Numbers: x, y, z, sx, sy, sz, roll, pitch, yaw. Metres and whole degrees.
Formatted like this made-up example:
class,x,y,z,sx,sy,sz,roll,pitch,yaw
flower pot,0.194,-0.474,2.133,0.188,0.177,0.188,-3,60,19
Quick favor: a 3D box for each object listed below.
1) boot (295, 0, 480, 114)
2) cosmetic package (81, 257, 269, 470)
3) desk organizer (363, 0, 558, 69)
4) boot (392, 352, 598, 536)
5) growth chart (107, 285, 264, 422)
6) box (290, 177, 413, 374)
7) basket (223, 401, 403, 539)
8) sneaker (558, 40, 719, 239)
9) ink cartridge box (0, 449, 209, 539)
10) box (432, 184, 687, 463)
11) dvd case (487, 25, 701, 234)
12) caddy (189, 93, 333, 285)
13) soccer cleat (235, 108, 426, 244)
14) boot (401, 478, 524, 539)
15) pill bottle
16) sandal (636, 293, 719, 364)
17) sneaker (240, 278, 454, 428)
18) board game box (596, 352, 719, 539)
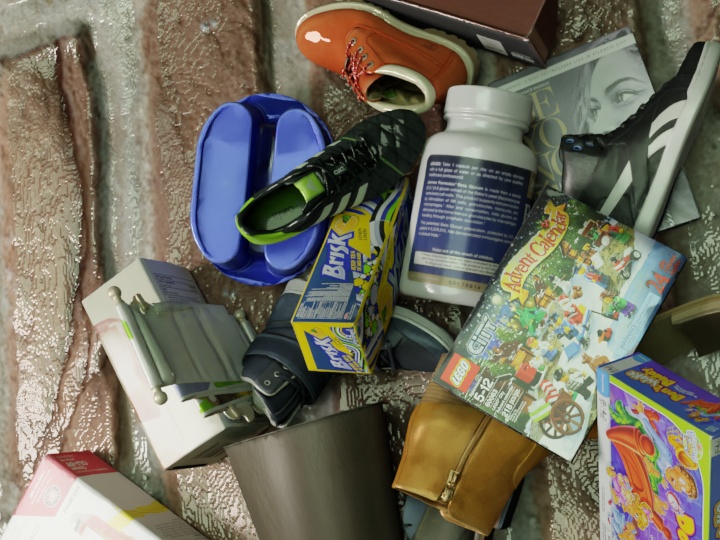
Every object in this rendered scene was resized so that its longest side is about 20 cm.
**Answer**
class,x,y,z,sx,sy,sz,roll,pitch,yaw
boot,0.007,-0.209,1.078,0.200,0.107,0.075,20,130,23
cosmetic package,-0.190,0.096,1.116,0.087,0.103,0.200,-34,72,15
desk organizer,0.101,-0.274,1.073,0.200,0.072,0.077,24,88,25
boot,0.138,0.170,0.974,0.201,0.071,0.144,17,75,3
growth chart,-0.148,0.086,1.060,0.018,0.200,0.145,-37,63,26
box,0.000,0.000,1.024,0.064,0.070,0.200,2,45,20
basket,-0.028,0.241,1.023,0.180,0.136,0.200,-24,79,41
sneaker,0.245,-0.128,0.990,0.112,0.073,0.200,22,92,18
ink cartridge box,-0.265,0.300,1.124,0.200,0.083,0.145,30,93,21
box,0.171,0.045,0.936,0.137,0.038,0.200,29,86,15
dvd case,0.221,-0.117,1.044,0.149,0.016,0.200,-20,76,16
caddy,-0.099,-0.083,1.109,0.141,0.105,0.200,7,91,0
soccer cleat,-0.026,-0.083,1.005,0.200,0.081,0.068,-32,89,7
boot,0.074,0.263,1.014,0.097,0.075,0.200,21,78,20
pill bottle,0.106,-0.067,1.022,0.111,0.111,0.200,10,90,21
sandal,0.247,0.052,0.993,0.212,0.078,0.070,-20,42,27
sneaker,-0.019,0.095,1.037,0.202,0.077,0.146,14,51,28
board game box,0.249,0.184,0.867,0.045,0.134,0.200,-15,113,-21
